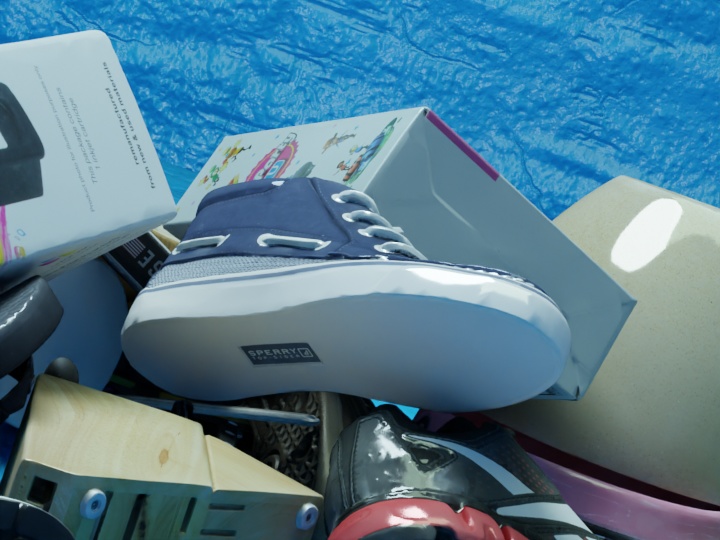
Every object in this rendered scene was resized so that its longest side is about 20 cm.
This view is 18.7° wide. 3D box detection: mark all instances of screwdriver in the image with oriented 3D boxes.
[{"bbox_3d":[-0.101,0.061,1.005,0.199,0.028,0.029,6,19,40],"label":"screwdriver"}]

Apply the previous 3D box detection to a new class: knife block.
[{"bbox_3d":[-0.112,0.079,0.822,0.175,0.064,0.199,23,6,36],"label":"knife block"}]

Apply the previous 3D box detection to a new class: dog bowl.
[{"bbox_3d":[0.099,0.124,1.089,0.199,0.074,0.200,19,6,-2],"label":"dog bowl"}]

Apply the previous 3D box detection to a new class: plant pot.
[{"bbox_3d":[0.155,0.028,1.138,0.199,0.135,0.200,19,4,-2],"label":"plant pot"}]

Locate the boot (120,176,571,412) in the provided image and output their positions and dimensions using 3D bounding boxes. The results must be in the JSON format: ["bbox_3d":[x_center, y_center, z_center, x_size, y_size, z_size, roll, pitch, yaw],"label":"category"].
[{"bbox_3d":[0.000,0.000,0.877,0.199,0.091,0.073,1,-42,30],"label":"boot"}]

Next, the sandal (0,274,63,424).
[{"bbox_3d":[-0.151,0.043,0.831,0.043,0.076,0.200,58,-20,-4],"label":"sandal"}]

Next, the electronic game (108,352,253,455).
[{"bbox_3d":[-0.108,0.058,1.166,0.199,0.042,0.200,19,6,-2],"label":"electronic game"}]

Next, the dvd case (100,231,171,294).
[{"bbox_3d":[-0.131,-0.035,1.005,0.200,0.025,0.150,47,-5,-26],"label":"dvd case"}]

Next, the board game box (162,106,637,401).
[{"bbox_3d":[0.013,-0.004,1.046,0.147,0.064,0.200,42,-21,-23],"label":"board game box"}]

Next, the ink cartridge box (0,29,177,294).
[{"bbox_3d":[-0.188,-0.015,0.809,0.145,0.083,0.200,-24,-1,31],"label":"ink cartridge box"}]

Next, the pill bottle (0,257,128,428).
[{"bbox_3d":[-0.205,0.000,1.018,0.199,0.113,0.112,23,7,36],"label":"pill bottle"}]

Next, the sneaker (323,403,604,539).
[{"bbox_3d":[0.060,0.110,0.853,0.200,0.071,0.098,28,35,-37],"label":"sneaker"}]

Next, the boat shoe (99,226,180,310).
[{"bbox_3d":[-0.118,0.004,1.145,0.199,0.074,0.069,14,2,-24],"label":"boat shoe"}]

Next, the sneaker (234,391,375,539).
[{"bbox_3d":[-0.010,0.084,1.024,0.075,0.071,0.200,31,17,-17],"label":"sneaker"}]

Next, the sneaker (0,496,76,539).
[{"bbox_3d":[-0.183,0.079,0.623,0.199,0.076,0.087,21,-11,-25],"label":"sneaker"}]
